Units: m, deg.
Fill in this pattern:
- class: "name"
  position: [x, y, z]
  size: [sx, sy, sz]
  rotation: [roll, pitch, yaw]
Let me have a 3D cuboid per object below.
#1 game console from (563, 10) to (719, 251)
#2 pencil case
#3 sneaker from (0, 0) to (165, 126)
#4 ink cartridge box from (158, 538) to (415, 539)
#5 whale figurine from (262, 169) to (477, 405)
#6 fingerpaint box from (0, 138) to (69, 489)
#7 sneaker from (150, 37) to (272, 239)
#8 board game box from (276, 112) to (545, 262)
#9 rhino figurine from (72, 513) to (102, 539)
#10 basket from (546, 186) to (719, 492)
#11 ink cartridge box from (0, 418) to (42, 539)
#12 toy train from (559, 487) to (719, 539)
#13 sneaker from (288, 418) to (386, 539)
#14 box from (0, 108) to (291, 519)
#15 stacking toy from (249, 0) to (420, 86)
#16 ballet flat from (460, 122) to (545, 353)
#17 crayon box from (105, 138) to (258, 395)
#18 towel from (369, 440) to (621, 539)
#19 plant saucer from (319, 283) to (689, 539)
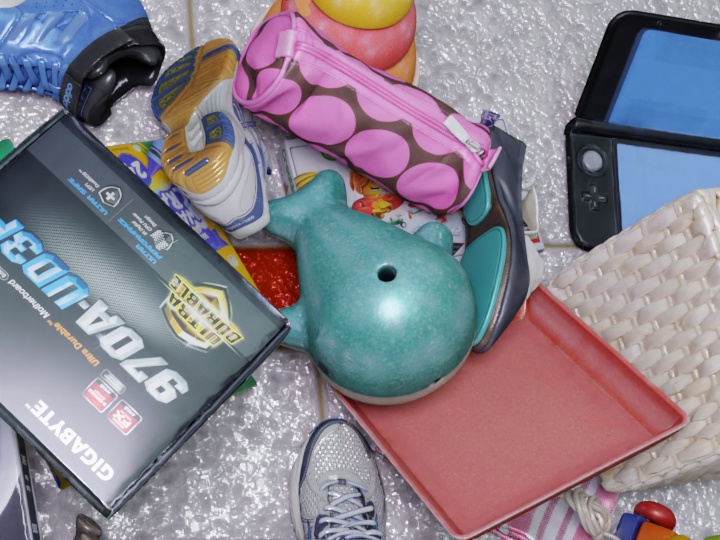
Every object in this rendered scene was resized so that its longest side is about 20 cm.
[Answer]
- class: "game console"
  position: [0.288, -0.107, 1.117]
  size: [0.199, 0.116, 0.177]
  rotation: [6, 70, -14]
- class: "pencil case"
  position: [0.006, -0.120, 0.981]
  size: [0.200, 0.094, 0.091]
  rotation: [25, 82, -23]
- class: "sneaker"
  position: [-0.245, -0.156, 0.997]
  size: [0.200, 0.077, 0.111]
  rotation: [-25, 70, -29]
- class: "ink cartridge box"
  position: [-0.028, 0.245, 0.823]
  size: [0.199, 0.084, 0.147]
  rotation: [6, 79, -30]
- class: "whale figurine"
  position: [0.000, 0.000, 0.956]
  size: [0.159, 0.104, 0.200]
  rotation: [-29, 64, -13]
- class: "fingerpaint box"
  position: [-0.220, 0.036, 0.890]
  size: [0.073, 0.167, 0.200]
  rotation: [-29, 81, -20]
- class: "sneaker"
  position: [-0.110, -0.101, 1.011]
  size: [0.075, 0.088, 0.200]
  rotation: [-24, 39, 16]
- class: "board game box"
  position: [0.042, -0.056, 1.071]
  size: [0.199, 0.035, 0.127]
  rotation: [-10, 74, -19]
- class: "rhino figurine"
  position: [-0.203, 0.215, 0.888]
  size: [0.200, 0.060, 0.088]
  rotation: [33, 89, -2]
- class: "basket"
  position: [0.278, 0.054, 0.995]
  size: [0.160, 0.200, 0.199]
  rotation: [-3, 71, -34]
- class: "ink cartridge box"
  position: [-0.299, 0.211, 0.840]
  size: [0.197, 0.043, 0.201]
  rotation: [-14, 76, 1]
- class: "toy train"
  position: [0.235, 0.212, 0.969]
  size: [0.200, 0.116, 0.085]
  rotation: [37, 64, -21]
- class: "sneaker"
  position: [-0.006, 0.202, 0.940]
  size: [0.077, 0.085, 0.201]
  rotation: [2, 70, -16]
- class: "box"
  position: [-0.167, 0.024, 0.792]
  size: [0.200, 0.046, 0.159]
  rotation: [44, 68, 2]
- class: "stacking toy"
  position: [-0.004, -0.220, 1.017]
  size: [0.146, 0.200, 0.147]
  rotation: [7, 57, -10]
- class: "ballet flat"
  position: [0.113, -0.025, 1.022]
  size: [0.073, 0.073, 0.201]
  rotation: [7, 61, -14]
- class: "crayon box"
  position: [-0.144, 0.002, 0.954]
  size: [0.200, 0.052, 0.126]
  rotation: [59, 30, 7]
- class: "towel"
  position: [0.122, 0.133, 1.033]
  size: [0.200, 0.030, 0.147]
  rotation: [33, 65, -3]
- class: "plant saucer"
  position: [0.102, 0.103, 0.962]
  size: [0.199, 0.037, 0.200]
  rotation: [-22, 41, -21]
